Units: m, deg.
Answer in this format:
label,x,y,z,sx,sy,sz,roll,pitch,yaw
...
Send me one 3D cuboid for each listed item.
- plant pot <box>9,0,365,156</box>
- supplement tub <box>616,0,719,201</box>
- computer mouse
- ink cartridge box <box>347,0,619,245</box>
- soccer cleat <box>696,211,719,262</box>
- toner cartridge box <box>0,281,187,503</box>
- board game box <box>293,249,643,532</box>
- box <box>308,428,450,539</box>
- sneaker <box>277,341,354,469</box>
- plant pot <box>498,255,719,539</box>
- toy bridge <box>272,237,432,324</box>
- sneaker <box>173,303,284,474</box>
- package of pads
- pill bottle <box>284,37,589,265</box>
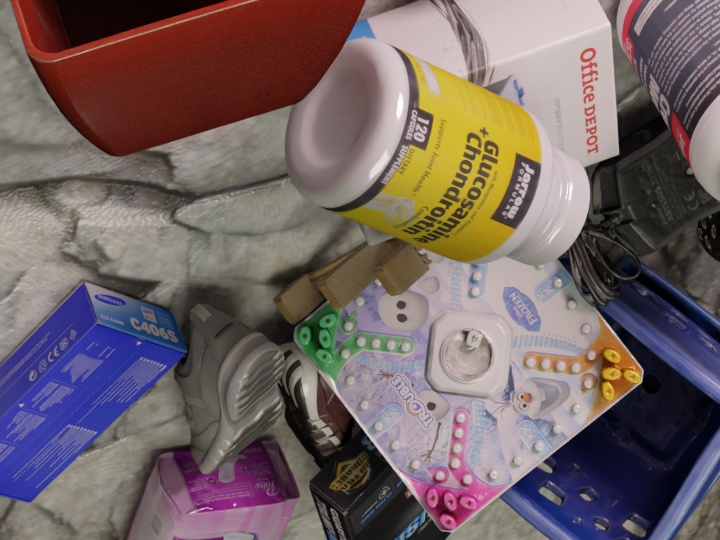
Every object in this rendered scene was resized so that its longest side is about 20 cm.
label,x,y,z,sx,sy,sz,roll,pitch,yaw
plant pot,-0.112,-0.182,1.277,0.199,0.201,0.177,-18,155,-8
supplement tub,0.278,-0.135,1.535,0.139,0.201,0.141,-15,143,-12
computer mouse,0.225,-0.075,1.682,0.199,0.053,0.139,-28,108,-17
ink cartridge box,0.075,-0.122,1.535,0.199,0.086,0.147,-19,143,-4
soccer cleat,0.340,-0.092,1.754,0.073,0.068,0.201,-24,148,-44
toner cartridge box,-0.233,0.096,1.668,0.200,0.043,0.095,-43,141,24
board game box,0.082,0.065,1.669,0.200,0.200,0.026,-38,179,2
box,0.051,0.170,1.843,0.200,0.050,0.199,-45,150,-20
sneaker,-0.003,0.097,1.780,0.115,0.076,0.200,-34,155,-11
plant pot,0.219,0.111,1.783,0.179,0.200,0.201,-19,143,-60
toy bridge,0.000,0.000,1.615,0.067,0.027,0.200,-41,-169,-24
sneaker,-0.108,0.089,1.712,0.075,0.082,0.200,-36,161,-29
package of pads,-0.138,0.235,1.869,0.120,0.076,0.201,-5,140,-27
pill bottle,0.056,-0.069,1.427,0.199,0.112,0.112,20,126,-38
